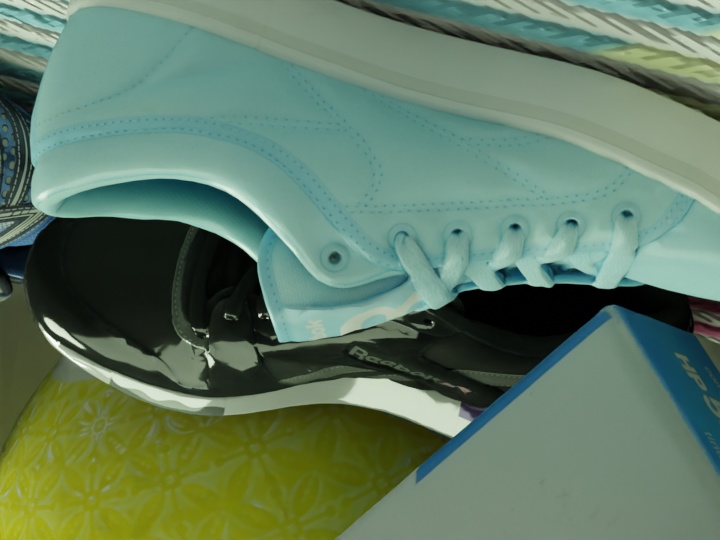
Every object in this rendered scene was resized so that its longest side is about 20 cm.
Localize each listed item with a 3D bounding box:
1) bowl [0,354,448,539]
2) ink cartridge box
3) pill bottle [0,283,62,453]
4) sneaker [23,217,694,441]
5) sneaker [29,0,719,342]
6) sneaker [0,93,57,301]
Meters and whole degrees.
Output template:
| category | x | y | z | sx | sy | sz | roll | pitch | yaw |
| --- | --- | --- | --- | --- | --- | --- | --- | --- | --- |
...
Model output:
| category | x | y | z | sx | sy | sz | roll | pitch | yaw |
| --- | --- | --- | --- | --- | --- | --- | --- | --- | --- |
| bowl | -0.048 | 0.049 | 0.857 | 0.200 | 0.200 | 0.108 | -1 | 114 | 57 |
| ink cartridge box | 0.090 | 0.102 | 0.747 | 0.200 | 0.146 | 0.084 | 19 | -146 | -51 |
| pill bottle | -0.192 | 0.027 | 1.011 | 0.200 | 0.114 | 0.114 | 5 | 161 | 47 |
| sneaker | 0.000 | 0.000 | 0.746 | 0.200 | 0.076 | 0.088 | 10 | 152 | 0 |
| sneaker | 0.013 | -0.013 | 0.619 | 0.200 | 0.082 | 0.074 | 17 | 168 | 9 |
| sneaker | -0.144 | -0.018 | 0.851 | 0.085 | 0.077 | 0.200 | 19 | 168 | -19 |
